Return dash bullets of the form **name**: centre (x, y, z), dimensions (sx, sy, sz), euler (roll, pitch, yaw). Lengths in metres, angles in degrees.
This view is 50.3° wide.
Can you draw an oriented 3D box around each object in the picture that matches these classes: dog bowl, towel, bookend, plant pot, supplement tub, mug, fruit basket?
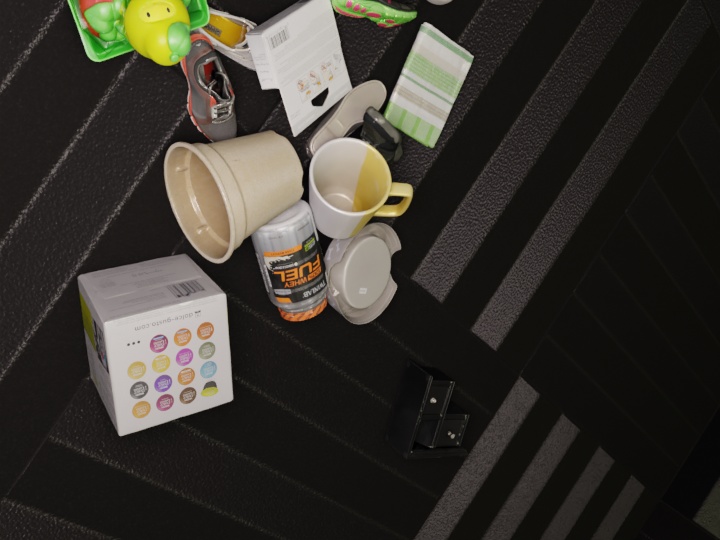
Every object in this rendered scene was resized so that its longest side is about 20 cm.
- **dog bowl**: centre (0.000, 0.000, 1.527), dimensions (0.198, 0.058, 0.206), euler (-21, 119, -43)
- **towel**: centre (0.131, -0.365, 1.523), dimensions (0.147, 0.031, 0.204), euler (21, 98, -36)
- **bookend**: centre (0.178, 0.321, 1.779), dimensions (0.196, 0.092, 0.204), euler (8, 103, -37)
- **plant pot**: centre (-0.200, -0.143, 1.290), dimensions (0.181, 0.198, 0.205), euler (-28, 122, -34)
- **supplement tub**: centre (-0.128, -0.018, 1.417), dimensions (0.121, 0.122, 0.204), euler (-27, 122, -22)
- **mug**: centre (-0.017, -0.124, 1.397), dimensions (0.184, 0.154, 0.151), euler (33, 63, 3)
- **fruit basket**: centre (-0.311, -0.382, 1.099), dimensions (0.212, 0.214, 0.159), euler (-27, 122, -22)

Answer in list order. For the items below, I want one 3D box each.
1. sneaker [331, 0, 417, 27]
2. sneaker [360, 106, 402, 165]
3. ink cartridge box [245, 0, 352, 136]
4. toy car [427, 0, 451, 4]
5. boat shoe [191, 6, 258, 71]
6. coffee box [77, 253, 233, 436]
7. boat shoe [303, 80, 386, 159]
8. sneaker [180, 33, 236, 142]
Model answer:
- **sneaker**: centre (0.032, -0.489, 1.369), dimensions (0.197, 0.076, 0.086), euler (0, 91, -47)
- **sneaker**: centre (0.019, -0.224, 1.424), dimensions (0.114, 0.076, 0.200), euler (-45, 169, -4)
- **ink cartridge box**: centre (-0.098, -0.353, 1.308), dimensions (0.200, 0.043, 0.177), euler (-48, 133, -42)
- **toy car**: centre (0.142, -0.592, 1.373), dimensions (0.196, 0.173, 0.154), euler (11, 68, -36)
- **boat shoe**: centre (-0.193, -0.379, 1.262), dimensions (0.197, 0.069, 0.072), euler (19, 97, -37)
- **coffee box**: centre (-0.340, 0.114, 1.273), dimensions (0.195, 0.199, 0.203), euler (-13, 116, -29)
- **boat shoe**: centre (-0.034, -0.282, 1.429), dimensions (0.200, 0.057, 0.067), euler (-47, 114, -16)
- **sneaker**: centre (-0.238, -0.276, 1.246), dimensions (0.076, 0.082, 0.202), euler (-34, 141, -17)
